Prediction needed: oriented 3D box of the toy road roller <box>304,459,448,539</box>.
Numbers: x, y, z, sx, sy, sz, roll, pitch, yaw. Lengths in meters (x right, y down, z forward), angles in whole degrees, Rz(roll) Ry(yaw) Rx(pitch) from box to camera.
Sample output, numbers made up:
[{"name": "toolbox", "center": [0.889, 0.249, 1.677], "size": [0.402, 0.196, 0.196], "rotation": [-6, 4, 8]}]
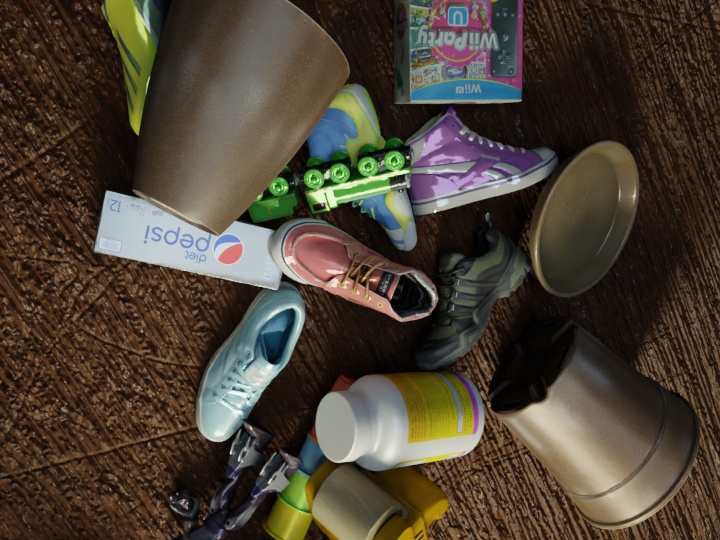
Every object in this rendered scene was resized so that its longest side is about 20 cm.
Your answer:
[{"name": "toy road roller", "center": [0.029, 0.282, 0.831], "size": [0.146, 0.122, 0.202], "rotation": [-43, 145, -26]}]

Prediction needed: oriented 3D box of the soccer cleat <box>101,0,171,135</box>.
[{"name": "soccer cleat", "center": [-0.226, -0.240, 0.724], "size": [0.082, 0.065, 0.206], "rotation": [8, 103, 12]}]

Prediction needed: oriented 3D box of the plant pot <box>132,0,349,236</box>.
[{"name": "plant pot", "center": [-0.133, -0.145, 0.681], "size": [0.184, 0.186, 0.204], "rotation": [27, 84, -20]}]

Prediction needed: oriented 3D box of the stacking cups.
[{"name": "stacking cups", "center": [-0.048, 0.227, 0.849], "size": [0.060, 0.060, 0.203], "rotation": [27, 90, -20]}]

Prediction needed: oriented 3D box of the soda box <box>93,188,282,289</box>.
[{"name": "soda box", "center": [-0.180, -0.033, 0.759], "size": [0.196, 0.068, 0.065], "rotation": [13, 93, -20]}]

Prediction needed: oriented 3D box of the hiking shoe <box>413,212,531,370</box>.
[{"name": "hiking shoe", "center": [0.118, 0.028, 0.871], "size": [0.101, 0.076, 0.201], "rotation": [44, 76, -11]}]

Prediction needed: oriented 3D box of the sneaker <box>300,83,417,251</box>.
[{"name": "sneaker", "center": [-0.007, -0.104, 0.812], "size": [0.103, 0.076, 0.204], "rotation": [-21, 107, 7]}]

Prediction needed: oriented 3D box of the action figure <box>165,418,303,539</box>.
[{"name": "action figure", "center": [-0.155, 0.276, 0.800], "size": [0.129, 0.069, 0.202], "rotation": [31, 82, 22]}]

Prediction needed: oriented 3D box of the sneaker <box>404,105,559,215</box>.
[{"name": "sneaker", "center": [0.145, -0.146, 0.845], "size": [0.196, 0.072, 0.117], "rotation": [-16, 99, -15]}]

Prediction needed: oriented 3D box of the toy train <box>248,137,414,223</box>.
[{"name": "toy train", "center": [-0.035, -0.093, 0.758], "size": [0.195, 0.042, 0.057], "rotation": [-11, 124, 10]}]

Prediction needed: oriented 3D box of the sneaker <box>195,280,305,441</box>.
[{"name": "sneaker", "center": [-0.126, 0.107, 0.793], "size": [0.073, 0.082, 0.203], "rotation": [26, 91, -19]}]

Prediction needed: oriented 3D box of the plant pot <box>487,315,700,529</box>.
[{"name": "plant pot", "center": [0.277, 0.178, 0.886], "size": [0.197, 0.200, 0.202], "rotation": [39, 87, -12]}]

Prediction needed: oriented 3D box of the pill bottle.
[{"name": "pill bottle", "center": [0.046, 0.172, 0.816], "size": [0.197, 0.103, 0.107], "rotation": [4, 99, -41]}]

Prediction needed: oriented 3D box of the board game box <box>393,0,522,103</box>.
[{"name": "board game box", "center": [0.112, -0.298, 0.812], "size": [0.144, 0.064, 0.206], "rotation": [-5, 101, -17]}]

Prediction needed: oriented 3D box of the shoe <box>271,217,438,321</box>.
[{"name": "shoe", "center": [0.000, 0.000, 0.776], "size": [0.198, 0.090, 0.073], "rotation": [25, 85, -42]}]

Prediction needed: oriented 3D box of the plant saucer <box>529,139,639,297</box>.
[{"name": "plant saucer", "center": [0.280, -0.065, 0.890], "size": [0.197, 0.029, 0.205], "rotation": [-18, 121, -31]}]
